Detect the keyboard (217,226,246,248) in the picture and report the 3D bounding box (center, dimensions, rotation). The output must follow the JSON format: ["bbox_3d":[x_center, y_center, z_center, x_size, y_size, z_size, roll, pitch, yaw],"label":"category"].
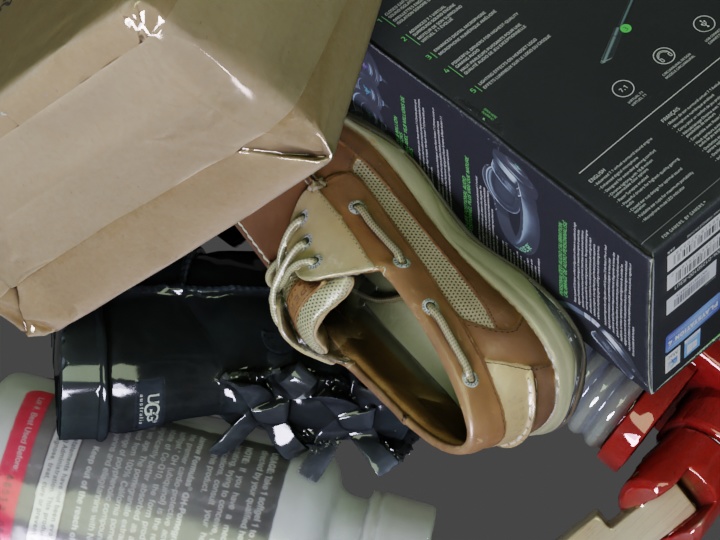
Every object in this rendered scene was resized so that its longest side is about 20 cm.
[{"bbox_3d":[0.007,-0.078,1.082,0.199,0.040,0.105,-34,71,7],"label":"keyboard"}]

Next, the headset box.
[{"bbox_3d":[0.105,-0.080,0.954,0.174,0.093,0.200,-38,58,-22],"label":"headset box"}]

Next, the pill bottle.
[{"bbox_3d":[-0.071,0.119,1.009,0.198,0.111,0.112,13,80,3],"label":"pill bottle"}]

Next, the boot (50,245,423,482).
[{"bbox_3d":[-0.055,0.005,1.016,0.161,0.074,0.199,1,42,-12],"label":"boot"}]

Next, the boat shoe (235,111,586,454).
[{"bbox_3d":[0.000,0.000,0.932,0.200,0.076,0.074,38,43,26],"label":"boat shoe"}]

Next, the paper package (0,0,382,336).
[{"bbox_3d":[-0.079,-0.104,0.921,0.103,0.190,0.201,38,46,-25],"label":"paper package"}]

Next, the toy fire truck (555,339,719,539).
[{"bbox_3d":[0.094,0.061,1.000,0.176,0.129,0.200,38,53,6],"label":"toy fire truck"}]
